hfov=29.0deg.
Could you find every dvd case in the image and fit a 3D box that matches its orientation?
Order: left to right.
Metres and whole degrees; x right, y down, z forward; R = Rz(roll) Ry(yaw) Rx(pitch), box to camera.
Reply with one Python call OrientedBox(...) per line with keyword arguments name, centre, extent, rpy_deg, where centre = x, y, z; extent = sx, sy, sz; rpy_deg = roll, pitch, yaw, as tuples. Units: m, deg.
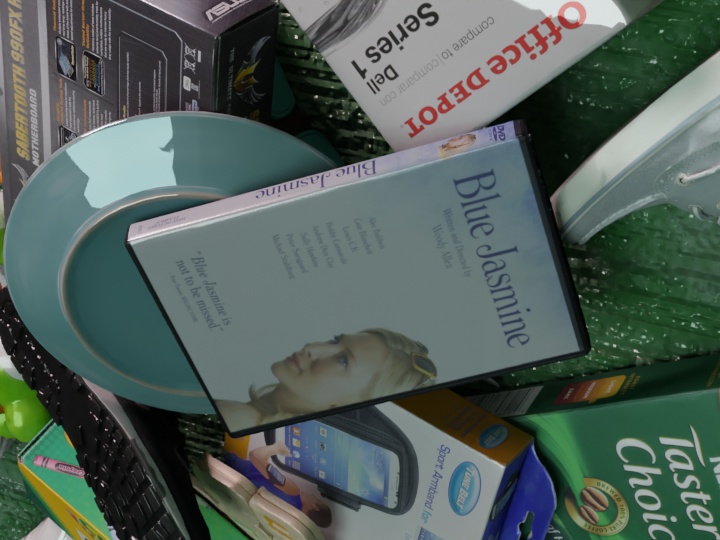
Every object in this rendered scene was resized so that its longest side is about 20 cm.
OrientedBox(name="dvd case", centre=(0.003, 0.011, 0.689), extent=(0.200, 0.018, 0.143), rpy_deg=(-15, 127, 10))

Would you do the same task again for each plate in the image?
OrientedBox(name="plate", centre=(-0.084, 0.008, 0.714), extent=(0.200, 0.026, 0.200), rpy_deg=(0, 128, -1))

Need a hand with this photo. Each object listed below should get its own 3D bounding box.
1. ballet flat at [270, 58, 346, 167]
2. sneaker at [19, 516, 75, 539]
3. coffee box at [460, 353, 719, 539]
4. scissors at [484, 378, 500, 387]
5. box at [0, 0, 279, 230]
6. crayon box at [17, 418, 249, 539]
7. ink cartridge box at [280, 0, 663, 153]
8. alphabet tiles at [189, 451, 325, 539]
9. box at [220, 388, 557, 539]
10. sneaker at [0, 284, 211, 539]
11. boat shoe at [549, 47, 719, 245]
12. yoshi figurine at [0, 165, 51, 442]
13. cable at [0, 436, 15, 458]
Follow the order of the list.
OrientedBox(name="ballet flat", centre=(-0.057, -0.067, 0.775), extent=(0.070, 0.067, 0.200), rpy_deg=(-26, 94, 36))
OrientedBox(name="sneaker", centre=(-0.234, 0.222, 1.031), extent=(0.080, 0.076, 0.200), rpy_deg=(37, 127, 19))
OrientedBox(name="coffee box", centre=(0.148, 0.116, 0.767), extent=(0.200, 0.044, 0.123), rpy_deg=(-12, 108, 35))
OrientedBox(name="scissors", centre=(0.000, 0.000, 0.809), extent=(0.200, 0.014, 0.073), rpy_deg=(27, 124, 17))
OrientedBox(name="box", centre=(-0.124, -0.076, 0.744), extent=(0.158, 0.048, 0.200), rpy_deg=(28, 133, 25))
OrientedBox(name="crayon box", centre=(-0.127, 0.179, 0.904), extent=(0.200, 0.058, 0.119), rpy_deg=(39, 158, 6))
OrientedBox(name="ink cartridge box", centre=(0.031, -0.167, 0.657), extent=(0.146, 0.084, 0.200), rpy_deg=(-34, 95, 38))
OrientedBox(name="alphabet tiles", centre=(-0.035, 0.189, 0.869), extent=(0.195, 0.015, 0.200), rpy_deg=(23, 151, 37))
OrientedBox(name="box", centre=(0.013, 0.112, 0.798), extent=(0.200, 0.041, 0.119), rpy_deg=(29, 125, 25))
OrientedBox(name="sneaker", centre=(-0.127, 0.077, 0.819), extent=(0.200, 0.087, 0.076), rpy_deg=(57, 142, 13))
OrientedBox(name="boat shoe", centre=(0.166, -0.058, 0.647), extent=(0.072, 0.070, 0.201), rpy_deg=(51, 126, 1))
OrientedBox(name="yoshi figurine", centre=(-0.209, 0.007, 0.902), extent=(0.112, 0.112, 0.200), rpy_deg=(-4, 102, -12))
OrientedBox(name="cable", centre=(-0.323, 0.064, 0.996), extent=(0.200, 0.069, 0.200), rpy_deg=(44, 127, 1))
